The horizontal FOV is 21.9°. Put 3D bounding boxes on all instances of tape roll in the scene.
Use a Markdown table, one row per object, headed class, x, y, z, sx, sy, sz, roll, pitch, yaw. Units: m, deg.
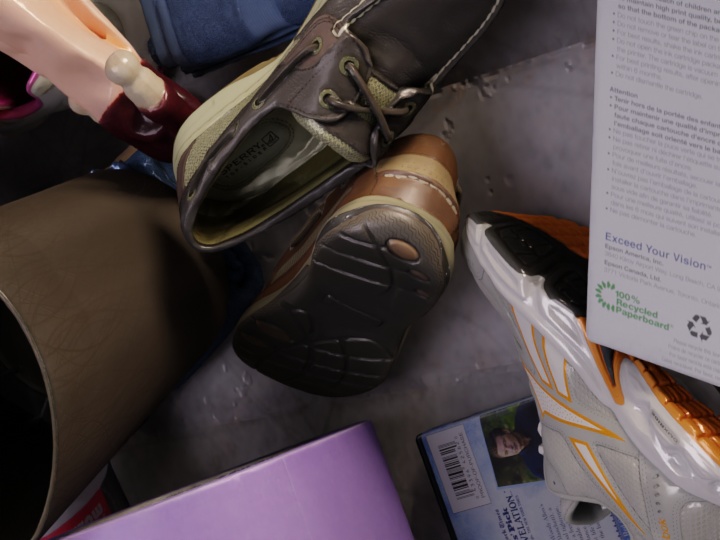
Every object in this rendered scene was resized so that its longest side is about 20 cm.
| class | x | y | z | sx | sy | sz | roll | pitch | yaw |
| --- | --- | --- | --- | --- | --- | --- | --- | --- | --- |
| tape roll | -0.073 | 0.146 | 0.906 | 0.199 | 0.199 | 0.086 | -24 | 85 | 45 |

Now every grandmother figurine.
| class | x | y | z | sx | sy | sz | roll | pitch | yaw |
| --- | --- | --- | --- | --- | --- | --- | --- | --- | --- |
| grandmother figurine | -0.113 | -0.088 | 0.897 | 0.199 | 0.121 | 0.061 | 36 | 89 | -11 |

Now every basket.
| class | x | y | z | sx | sy | sz | roll | pitch | yaw |
| --- | --- | --- | --- | --- | --- | --- | --- | --- | --- |
| basket | -0.153 | 0.034 | 0.874 | 0.135 | 0.200 | 0.181 | 28 | 119 | 11 |

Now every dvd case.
| class | x | y | z | sx | sy | sz | roll | pitch | yaw |
| --- | --- | --- | --- | --- | --- | --- | --- | --- | --- |
| dvd case | 0.119 | 0.118 | 0.841 | 0.199 | 0.017 | 0.144 | -23 | 86 | 44 |

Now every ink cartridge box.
| class | x | y | z | sx | sy | sz | roll | pitch | yaw |
| --- | --- | --- | --- | --- | --- | --- | --- | --- | --- |
| ink cartridge box | 0.169 | -0.039 | 0.640 | 0.198 | 0.040 | 0.202 | 21 | 127 | 35 |

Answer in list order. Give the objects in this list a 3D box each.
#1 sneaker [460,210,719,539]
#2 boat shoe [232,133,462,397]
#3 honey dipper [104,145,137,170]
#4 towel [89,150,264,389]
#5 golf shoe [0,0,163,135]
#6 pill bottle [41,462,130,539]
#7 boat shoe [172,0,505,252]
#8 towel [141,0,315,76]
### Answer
| class | x | y | z | sx | sy | sz | roll | pitch | yaw |
| --- | --- | --- | --- | --- | --- | --- | --- | --- | --- |
| sneaker | 0.093 | 0.053 | 0.784 | 0.200 | 0.075 | 0.093 | 52 | 129 | 42 |
| boat shoe | 0.000 | 0.000 | 0.887 | 0.075 | 0.074 | 0.200 | 28 | 150 | -11 |
| honey dipper | -0.151 | -0.040 | 1.048 | 0.200 | 0.038 | 0.038 | -36 | 77 | 39 |
| towel | -0.140 | 0.026 | 1.028 | 0.112 | 0.049 | 0.200 | 47 | 131 | 1 |
| golf shoe | -0.198 | -0.112 | 1.029 | 0.199 | 0.091 | 0.076 | -10 | 96 | 46 |
| pill bottle | -0.177 | 0.153 | 1.031 | 0.110 | 0.111 | 0.201 | 4 | 125 | 43 |
| boat shoe | -0.008 | -0.073 | 0.804 | 0.200 | 0.072 | 0.066 | -36 | 39 | 31 |
| towel | -0.038 | -0.168 | 0.876 | 0.199 | 0.048 | 0.113 | -14 | 94 | 46 |
